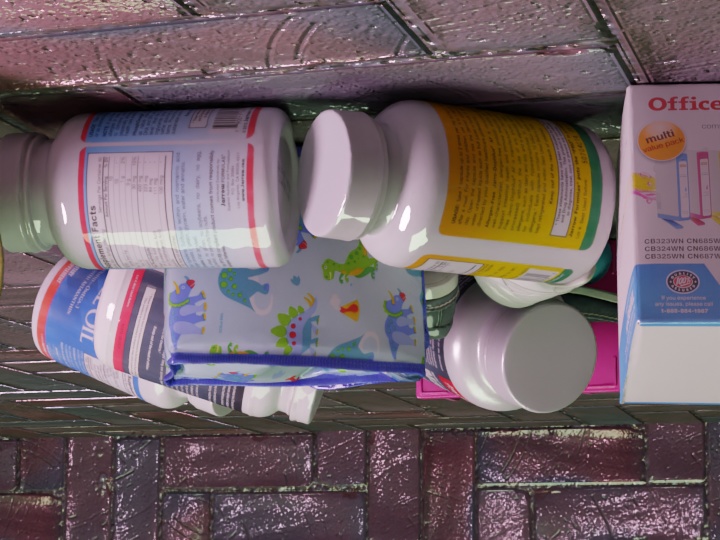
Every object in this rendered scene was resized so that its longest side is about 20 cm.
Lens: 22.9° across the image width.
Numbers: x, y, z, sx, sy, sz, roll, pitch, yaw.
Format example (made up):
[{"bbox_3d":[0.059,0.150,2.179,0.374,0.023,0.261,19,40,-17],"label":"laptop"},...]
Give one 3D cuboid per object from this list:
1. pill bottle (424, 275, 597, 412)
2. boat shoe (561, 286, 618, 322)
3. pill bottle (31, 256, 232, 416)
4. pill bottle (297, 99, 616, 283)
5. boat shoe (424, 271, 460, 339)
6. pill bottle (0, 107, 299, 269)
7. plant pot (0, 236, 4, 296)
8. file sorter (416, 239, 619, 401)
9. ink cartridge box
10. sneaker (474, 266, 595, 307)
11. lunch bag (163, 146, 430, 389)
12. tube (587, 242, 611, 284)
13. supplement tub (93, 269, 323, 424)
[{"bbox_3d":[0.107,0.052,1.494,0.119,0.121,0.200,6,-172,-26],"label":"pill bottle"},{"bbox_3d":[0.154,0.041,1.624,0.198,0.062,0.075,4,171,24],"label":"boat shoe"},{"bbox_3d":[-0.200,0.062,1.674,0.199,0.113,0.112,20,177,21],"label":"pill bottle"},{"bbox_3d":[0.063,-0.055,1.203,0.198,0.114,0.113,5,169,-26],"label":"pill bottle"},{"bbox_3d":[0.000,0.000,1.441,0.199,0.062,0.073,24,-135,39],"label":"boat shoe"},{"bbox_3d":[-0.146,-0.055,1.220,0.198,0.110,0.109,-1,170,8],"label":"pill bottle"},{"bbox_3d":[-0.350,-0.016,1.183,0.198,0.202,0.142,5,-167,-24],"label":"plant pot"},{"bbox_3d":[0.167,0.056,1.724,0.198,0.140,0.125,-4,170,21],"label":"file sorter"},{"bbox_3d":[0.234,-0.028,1.166,0.127,0.202,0.126,0,152,4],"label":"ink cartridge box"},{"bbox_3d":[0.093,-0.038,1.321,0.199,0.075,0.099,28,157,-33],"label":"sneaker"},{"bbox_3d":[-0.049,-0.001,1.338,0.198,0.172,0.127,0,168,-7],"label":"lunch bag"},{"bbox_3d":[0.158,-0.022,1.508,0.077,0.051,0.200,-26,163,22],"label":"tube"},{"bbox_3d":[-0.119,0.044,1.540,0.198,0.141,0.140,18,170,3],"label":"supplement tub"}]
